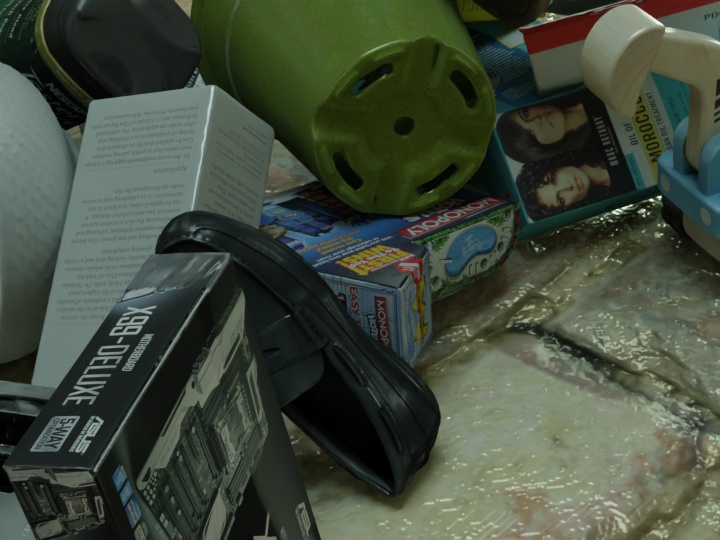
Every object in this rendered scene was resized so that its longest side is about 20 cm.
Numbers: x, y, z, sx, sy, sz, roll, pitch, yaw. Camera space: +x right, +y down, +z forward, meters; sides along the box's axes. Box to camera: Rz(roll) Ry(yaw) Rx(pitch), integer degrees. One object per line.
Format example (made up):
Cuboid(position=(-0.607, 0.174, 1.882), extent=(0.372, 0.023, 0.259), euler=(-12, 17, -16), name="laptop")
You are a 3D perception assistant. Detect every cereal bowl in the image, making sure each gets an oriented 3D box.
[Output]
Cuboid(position=(-0.231, -0.042, 1.016), extent=(0.083, 0.202, 0.200), euler=(-10, 31, -31), name="cereal bowl")

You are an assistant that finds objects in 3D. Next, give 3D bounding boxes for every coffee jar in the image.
Cuboid(position=(-0.197, -0.146, 1.051), extent=(0.199, 0.104, 0.086), euler=(-4, 50, 51), name="coffee jar")

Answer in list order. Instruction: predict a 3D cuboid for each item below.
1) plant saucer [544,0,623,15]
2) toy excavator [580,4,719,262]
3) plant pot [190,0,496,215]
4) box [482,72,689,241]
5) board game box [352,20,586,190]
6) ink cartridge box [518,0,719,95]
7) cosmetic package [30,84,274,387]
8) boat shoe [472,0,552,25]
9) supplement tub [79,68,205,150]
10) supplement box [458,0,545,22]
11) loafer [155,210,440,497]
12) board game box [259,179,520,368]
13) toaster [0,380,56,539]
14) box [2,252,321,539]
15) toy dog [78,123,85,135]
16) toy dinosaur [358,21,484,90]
Cuboid(position=(0.141, -0.223, 1.067), extent=(0.198, 0.200, 0.051), euler=(5, 70, 19), name="plant saucer")
Cuboid(position=(0.230, -0.088, 0.969), extent=(0.193, 0.201, 0.100), euler=(-19, 35, -15), name="toy excavator")
Cuboid(position=(0.003, -0.134, 1.029), extent=(0.198, 0.201, 0.190), euler=(-16, 34, -10), name="plant pot")
Cuboid(position=(0.186, -0.090, 1.079), extent=(0.199, 0.049, 0.083), euler=(-18, 80, -13), name="box")
Cuboid(position=(0.102, -0.140, 1.204), extent=(0.150, 0.047, 0.200), euler=(-29, 40, -26), name="board game box")
Cuboid(position=(0.189, -0.158, 1.030), extent=(0.160, 0.050, 0.200), euler=(-15, 6, 10), name="ink cartridge box")
Cuboid(position=(-0.123, -0.003, 0.934), extent=(0.101, 0.071, 0.202), euler=(-2, 69, 31), name="cosmetic package")
Cuboid(position=(0.053, -0.243, 0.993), extent=(0.200, 0.072, 0.076), euler=(43, 58, 0), name="boat shoe")
Cuboid(position=(-0.147, -0.082, 1.125), extent=(0.106, 0.108, 0.201), euler=(-1, 37, 11), name="supplement tub")
Cuboid(position=(0.050, -0.258, 1.198), extent=(0.199, 0.110, 0.109), euler=(-11, 30, -40), name="supplement box")
Cuboid(position=(-0.036, 0.047, 0.863), extent=(0.068, 0.200, 0.071), euler=(-35, 19, 38), name="loafer")
Cuboid(position=(0.000, 0.000, 0.993), extent=(0.199, 0.062, 0.199), euler=(-21, 27, -35), name="board game box")
Cuboid(position=(-0.209, 0.153, 0.793), extent=(0.198, 0.119, 0.181), euler=(6, 36, 20), name="toaster")
Cuboid(position=(-0.084, 0.117, 0.746), extent=(0.049, 0.201, 0.158), euler=(0, 34, 22), name="box")
Cuboid(position=(-0.215, -0.161, 1.255), extent=(0.199, 0.096, 0.133), euler=(-2, 64, -45), name="toy dog")
Cuboid(position=(-0.004, -0.190, 1.208), extent=(0.198, 0.059, 0.101), euler=(-4, 34, 7), name="toy dinosaur")
